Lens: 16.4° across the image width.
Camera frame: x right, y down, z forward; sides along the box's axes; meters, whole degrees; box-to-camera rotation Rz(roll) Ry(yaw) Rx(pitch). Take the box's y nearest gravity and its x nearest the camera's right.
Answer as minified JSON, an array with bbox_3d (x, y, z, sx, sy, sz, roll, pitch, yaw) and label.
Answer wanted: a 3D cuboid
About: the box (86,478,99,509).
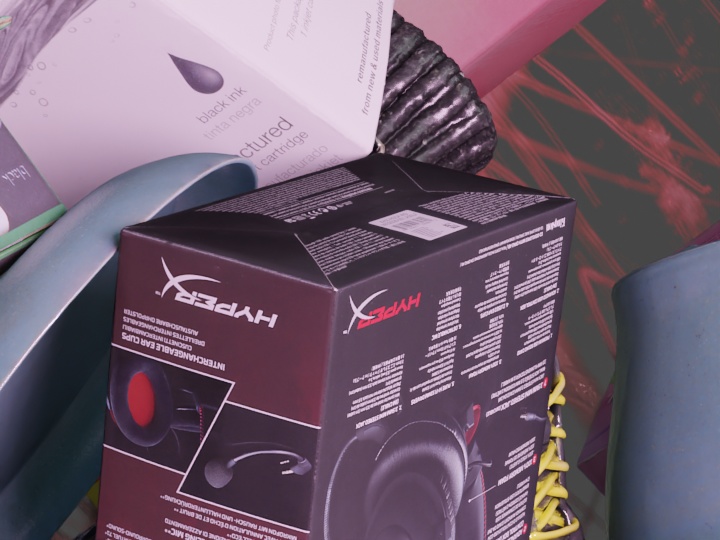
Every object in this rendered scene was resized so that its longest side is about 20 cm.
[{"bbox_3d":[-0.024,0.109,0.899,0.200,0.075,0.050,53,32,-2],"label":"box"}]

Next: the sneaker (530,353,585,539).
[{"bbox_3d":[0.052,0.074,1.019,0.074,0.085,0.200,-18,74,-55],"label":"sneaker"}]

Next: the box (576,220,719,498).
[{"bbox_3d":[0.216,0.081,1.210,0.176,0.097,0.200,47,32,-10],"label":"box"}]

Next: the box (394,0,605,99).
[{"bbox_3d":[0.066,-0.175,1.163,0.128,0.200,0.109,56,32,6],"label":"box"}]

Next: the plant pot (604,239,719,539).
[{"bbox_3d":[0.184,0.080,1.007,0.200,0.200,0.189,-2,76,-52],"label":"plant pot"}]

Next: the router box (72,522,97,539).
[{"bbox_3d":[-0.084,0.183,0.762,0.150,0.062,0.200,49,32,-4],"label":"router box"}]

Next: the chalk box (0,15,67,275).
[{"bbox_3d":[-0.180,-0.019,0.701,0.124,0.200,0.125,53,31,1],"label":"chalk box"}]

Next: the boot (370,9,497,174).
[{"bbox_3d":[0.001,-0.001,0.975,0.158,0.079,0.211,-35,88,-32],"label":"boot"}]

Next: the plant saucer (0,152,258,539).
[{"bbox_3d":[-0.101,0.042,0.763,0.027,0.201,0.200,35,32,7],"label":"plant saucer"}]

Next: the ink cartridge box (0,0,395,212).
[{"bbox_3d":[-0.109,-0.085,0.810,0.200,0.145,0.085,35,42,-27],"label":"ink cartridge box"}]

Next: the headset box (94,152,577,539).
[{"bbox_3d":[-0.010,0.078,0.747,0.148,0.075,0.201,-21,121,-57],"label":"headset box"}]
